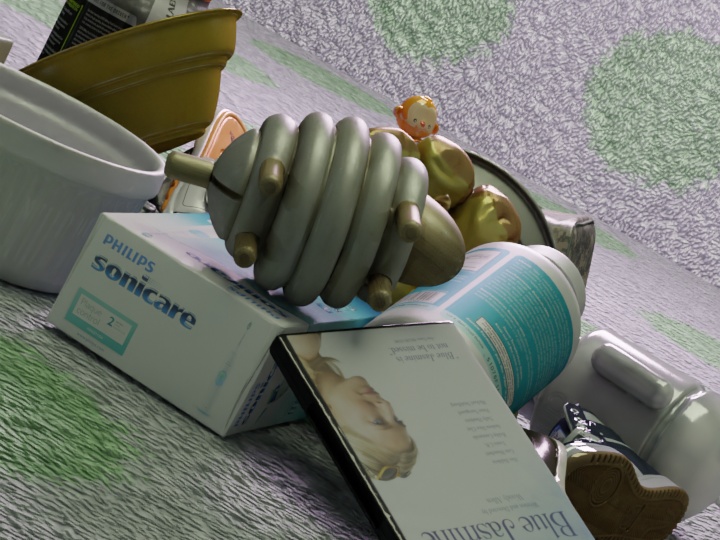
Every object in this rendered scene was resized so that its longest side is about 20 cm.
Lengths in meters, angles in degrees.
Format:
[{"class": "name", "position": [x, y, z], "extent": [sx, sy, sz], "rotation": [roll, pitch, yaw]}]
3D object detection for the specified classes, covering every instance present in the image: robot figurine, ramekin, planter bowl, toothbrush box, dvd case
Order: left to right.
[{"class": "ramekin", "position": [-0.242, -0.067, 1.536], "extent": [0.200, 0.105, 0.200], "rotation": [27, 10, -5]}, {"class": "planter bowl", "position": [-0.174, -0.129, 1.724], "extent": [0.200, 0.200, 0.084], "rotation": [-13, 85, -75]}, {"class": "toothbrush box", "position": [-0.092, 0.031, 1.492], "extent": [0.146, 0.085, 0.200], "rotation": [32, 10, 15]}, {"class": "dvd case", "position": [0.046, 0.110, 1.360], "extent": [0.142, 0.018, 0.200], "rotation": [-3, 48, -38]}, {"class": "robot figurine", "position": [0.213, 0.122, 1.766], "extent": [0.200, 0.113, 0.170], "rotation": [31, -24, 26]}]

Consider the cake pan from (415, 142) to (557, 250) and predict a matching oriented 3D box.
[{"class": "cake pan", "position": [0.056, -0.001, 1.776], "extent": [0.200, 0.201, 0.037], "rotation": [28, 28, 5]}]

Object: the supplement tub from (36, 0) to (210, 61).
[{"class": "supplement tub", "position": [-0.208, -0.176, 1.910], "extent": [0.122, 0.200, 0.123], "rotation": [27, 10, -5]}]

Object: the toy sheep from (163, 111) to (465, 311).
[{"class": "toy sheep", "position": [-0.027, -0.039, 1.424], "extent": [0.200, 0.138, 0.138], "rotation": [22, 10, -8]}]

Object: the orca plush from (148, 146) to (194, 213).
[{"class": "orca plush", "position": [-0.140, -0.049, 1.817], "extent": [0.071, 0.105, 0.200], "rotation": [-8, 16, 26]}]

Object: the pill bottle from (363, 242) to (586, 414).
[{"class": "pill bottle", "position": [0.082, 0.049, 1.567], "extent": [0.111, 0.111, 0.200], "rotation": [31, 36, 20]}]

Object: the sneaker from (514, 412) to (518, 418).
[{"class": "sneaker", "position": [0.087, 0.087, 1.669], "extent": [0.067, 0.090, 0.200], "rotation": [28, 10, -10]}]

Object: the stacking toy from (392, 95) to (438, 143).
[{"class": "stacking toy", "position": [0.012, -0.055, 1.876], "extent": [0.116, 0.200, 0.110], "rotation": [24, 10, -25]}]

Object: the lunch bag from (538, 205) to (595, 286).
[{"class": "lunch bag", "position": [0.127, -0.007, 2.167], "extent": [0.167, 0.140, 0.200], "rotation": [13, 6, 13]}]

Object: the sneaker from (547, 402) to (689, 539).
[{"class": "sneaker", "position": [0.153, 0.141, 1.626], "extent": [0.108, 0.070, 0.200], "rotation": [40, 8, 33]}]

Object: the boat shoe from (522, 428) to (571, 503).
[{"class": "boat shoe", "position": [0.095, 0.142, 1.465], "extent": [0.060, 0.072, 0.201], "rotation": [30, 12, -9]}]

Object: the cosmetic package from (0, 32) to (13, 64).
[{"class": "cosmetic package", "position": [-0.369, -0.164, 1.707], "extent": [0.074, 0.102, 0.200], "rotation": [33, 10, 32]}]

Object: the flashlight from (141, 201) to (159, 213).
[{"class": "flashlight", "position": [-0.246, -0.076, 1.688], "extent": [0.200, 0.068, 0.068], "rotation": [28, 1, 7]}]

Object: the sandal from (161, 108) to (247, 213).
[{"class": "sandal", "position": [-0.101, -0.062, 1.736], "extent": [0.079, 0.059, 0.207], "rotation": [54, 30, -33]}]

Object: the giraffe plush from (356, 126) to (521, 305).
[{"class": "giraffe plush", "position": [0.000, 0.000, 1.702], "extent": [0.173, 0.200, 0.162], "rotation": [43, -26, -19]}]
